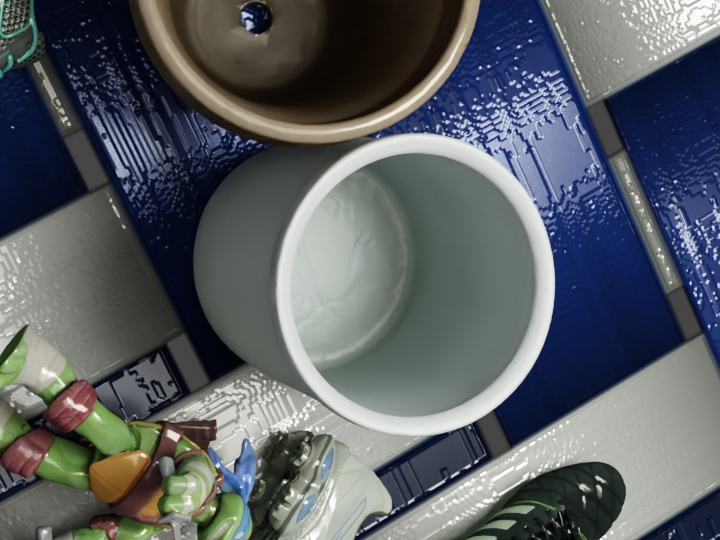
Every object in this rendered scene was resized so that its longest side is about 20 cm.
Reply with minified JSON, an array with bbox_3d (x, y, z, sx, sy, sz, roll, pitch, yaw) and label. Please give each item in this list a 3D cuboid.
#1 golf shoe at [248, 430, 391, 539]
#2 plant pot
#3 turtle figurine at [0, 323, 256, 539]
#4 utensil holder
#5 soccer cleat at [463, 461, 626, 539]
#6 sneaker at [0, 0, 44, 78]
[{"bbox_3d":[-0.049,0.205,1.216,0.097,0.078,0.200,34,84,-26],"label":"golf shoe"},{"bbox_3d":[-0.046,-0.161,1.119,0.200,0.175,0.201,1,85,-14],"label":"plant pot"},{"bbox_3d":[-0.160,0.141,1.126,0.194,0.144,0.200,38,69,-11],"label":"turtle figurine"},{"bbox_3d":[0.000,0.000,1.147,0.169,0.200,0.171,-2,96,-19],"label":"utensil holder"},{"bbox_3d":[0.102,0.193,1.264,0.200,0.081,0.068,-28,104,-16],"label":"soccer cleat"},{"bbox_3d":[-0.232,-0.135,1.118,0.091,0.078,0.200,28,87,-24],"label":"sneaker"}]
